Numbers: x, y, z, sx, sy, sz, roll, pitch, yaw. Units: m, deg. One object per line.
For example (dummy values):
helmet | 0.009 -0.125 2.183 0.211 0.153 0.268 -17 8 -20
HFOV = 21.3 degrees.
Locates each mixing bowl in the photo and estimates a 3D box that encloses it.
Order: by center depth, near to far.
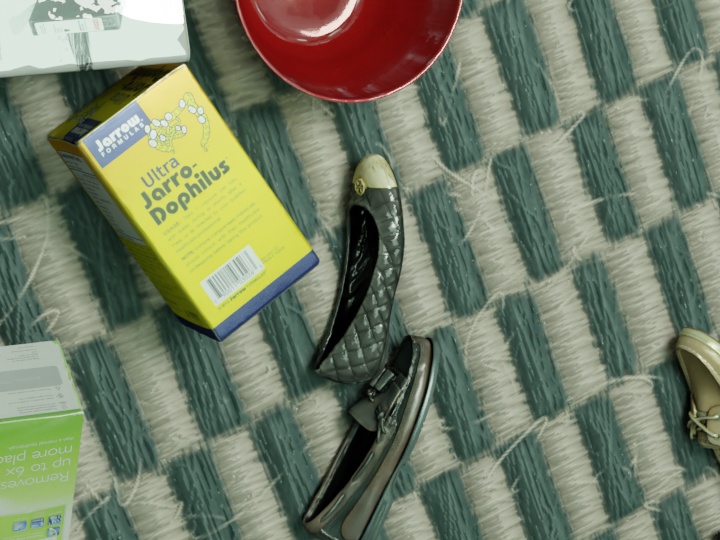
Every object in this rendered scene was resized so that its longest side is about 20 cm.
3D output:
mixing bowl | -0.027 -0.239 1.573 0.200 0.108 0.200 -3 97 -23

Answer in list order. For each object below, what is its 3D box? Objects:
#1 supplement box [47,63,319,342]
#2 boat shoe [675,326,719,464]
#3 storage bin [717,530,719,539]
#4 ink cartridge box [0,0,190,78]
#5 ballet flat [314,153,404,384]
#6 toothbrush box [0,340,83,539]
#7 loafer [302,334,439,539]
supplement box | -0.143 -0.058 1.547 0.109 0.109 0.200 -39 109 -13
boat shoe | 0.344 0.142 1.798 0.065 0.072 0.200 -39 115 -15
storage bin | 0.443 0.313 1.822 0.200 0.135 0.094 7 94 -23
ink cartridge box | -0.247 -0.193 1.468 0.200 0.144 0.084 -7 99 -22
ballet flat | 0.000 0.000 1.636 0.057 0.066 0.200 3 96 -27
toothbrush box | -0.300 0.160 1.474 0.145 0.086 0.200 -5 134 -23
loafer | 0.010 0.147 1.661 0.063 0.072 0.200 19 91 -18
